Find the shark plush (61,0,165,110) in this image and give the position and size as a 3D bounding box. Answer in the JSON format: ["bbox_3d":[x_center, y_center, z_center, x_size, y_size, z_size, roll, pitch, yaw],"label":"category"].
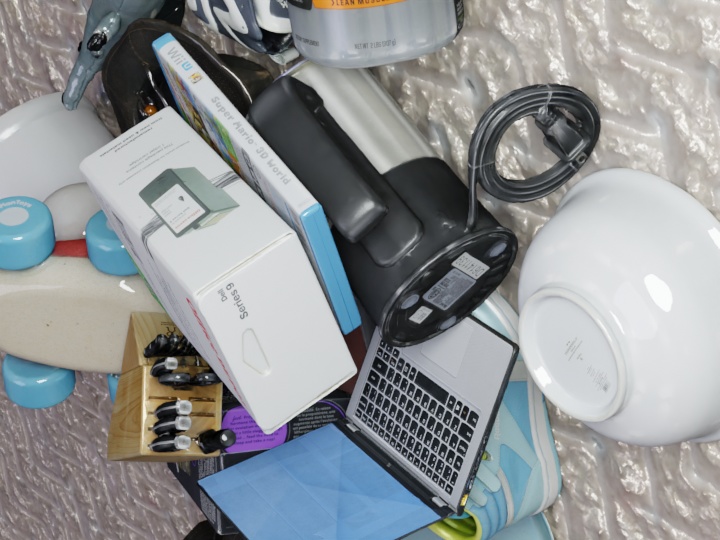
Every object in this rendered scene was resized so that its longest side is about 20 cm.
[{"bbox_3d":[-0.207,-0.210,1.485,0.091,0.083,0.200,39,127,-18],"label":"shark plush"}]

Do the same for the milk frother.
[{"bbox_3d":[0.040,-0.088,1.278,0.188,0.200,0.181,52,173,24],"label":"milk frother"}]

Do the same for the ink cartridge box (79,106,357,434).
[{"bbox_3d":[-0.100,-0.002,1.293,0.200,0.084,0.146,45,164,46],"label":"ink cartridge box"}]

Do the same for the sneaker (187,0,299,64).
[{"bbox_3d":[-0.073,-0.239,1.392,0.130,0.079,0.200,42,142,28],"label":"sneaker"}]

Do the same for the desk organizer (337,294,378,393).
[{"bbox_3d":[0.000,0.000,1.463,0.077,0.072,0.201,15,124,53],"label":"desk organizer"}]

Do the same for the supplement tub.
[{"bbox_3d":[0.000,-0.248,1.242,0.122,0.122,0.201,20,128,47],"label":"supplement tub"}]

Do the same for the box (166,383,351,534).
[{"bbox_3d":[-0.089,0.140,1.566,0.200,0.122,0.106,-148,55,-70],"label":"box"}]

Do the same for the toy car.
[{"bbox_3d":[-0.220,-0.012,1.561,0.176,0.200,0.185,3,129,7],"label":"toy car"}]

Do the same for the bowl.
[{"bbox_3d":[0.170,0.040,1.234,0.201,0.090,0.202,34,138,39],"label":"bowl"}]

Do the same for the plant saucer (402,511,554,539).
[{"bbox_3d":[0.071,0.246,1.481,0.200,0.027,0.201,-6,78,28],"label":"plant saucer"}]

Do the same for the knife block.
[{"bbox_3d":[-0.145,0.122,1.422,0.176,0.064,0.200,-107,27,-50],"label":"knife block"}]

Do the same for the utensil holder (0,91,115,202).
[{"bbox_3d":[-0.265,-0.039,1.722,0.200,0.170,0.170,50,145,15],"label":"utensil holder"}]

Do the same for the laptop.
[{"bbox_3d":[-0.006,0.107,1.330,0.187,0.116,0.201,34,107,59],"label":"laptop"}]

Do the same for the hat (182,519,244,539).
[{"bbox_3d":[-0.068,0.225,1.618,0.200,0.200,0.081,24,114,45],"label":"hat"}]

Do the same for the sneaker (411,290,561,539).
[{"bbox_3d":[0.076,0.114,1.371,0.079,0.130,0.201,-7,108,45],"label":"sneaker"}]

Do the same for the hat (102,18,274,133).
[{"bbox_3d":[-0.115,-0.124,1.459,0.200,0.081,0.201,33,139,34],"label":"hat"}]

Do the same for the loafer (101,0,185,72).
[{"bbox_3d":[-0.191,-0.248,1.568,0.072,0.073,0.200,52,137,32],"label":"loafer"}]

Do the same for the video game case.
[{"bbox_3d":[-0.072,-0.060,1.277,0.200,0.018,0.143,49,167,34],"label":"video game case"}]
